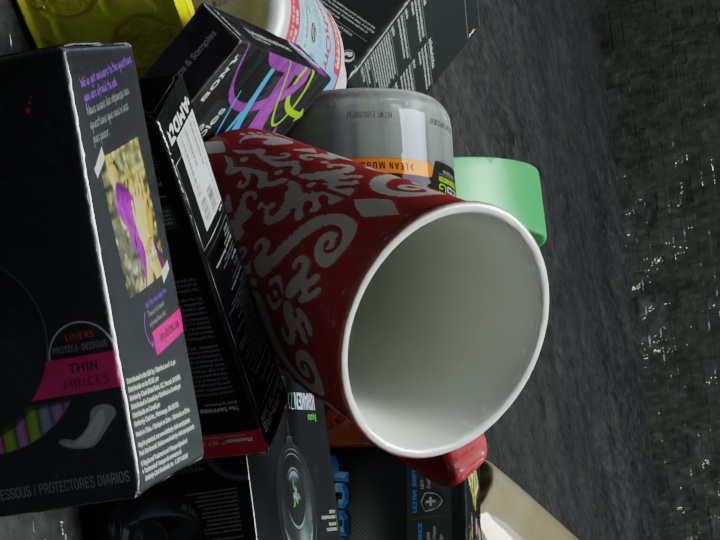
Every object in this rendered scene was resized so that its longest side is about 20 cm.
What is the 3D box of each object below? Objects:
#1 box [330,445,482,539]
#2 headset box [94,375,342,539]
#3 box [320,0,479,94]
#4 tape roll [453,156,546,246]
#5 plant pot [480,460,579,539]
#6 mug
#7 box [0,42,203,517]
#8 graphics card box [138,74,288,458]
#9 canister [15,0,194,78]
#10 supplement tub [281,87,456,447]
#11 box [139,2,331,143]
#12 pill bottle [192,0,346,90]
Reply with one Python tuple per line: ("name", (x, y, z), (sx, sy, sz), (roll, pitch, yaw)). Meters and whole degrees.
("box", (-0.007, 0.189, 1.747), (0.046, 0.158, 0.201), (66, 20, -52))
("headset box", (-0.072, 0.163, 1.601), (0.174, 0.092, 0.201), (16, 66, -75))
("box", (0.012, -0.173, 2.038), (0.141, 0.079, 0.200), (-50, 167, -10))
("tape roll", (0.023, -0.030, 1.932), (0.200, 0.199, 0.049), (29, 54, -73))
("plant pot", (0.091, 0.239, 2.123), (0.174, 0.199, 0.200), (57, 22, -22))
("mug", (-0.016, 0.022, 1.539), (0.133, 0.200, 0.179), (-10, 113, -35))
("box", (-0.156, 0.005, 1.318), (0.106, 0.121, 0.201), (-20, 100, -76))
("graphics card box", (-0.123, 0.004, 1.453), (0.051, 0.125, 0.201), (-68, 146, -52))
("canister", (-0.139, -0.214, 1.630), (0.201, 0.086, 0.149), (-84, 159, -53))
("supplement tub", (0.000, 0.000, 1.745), (0.123, 0.122, 0.201), (35, 50, -72))
("box", (-0.095, -0.073, 1.623), (0.036, 0.143, 0.200), (42, 8, 13))
("pill bottle", (-0.072, -0.138, 1.806), (0.200, 0.108, 0.110), (33, 49, -73))
